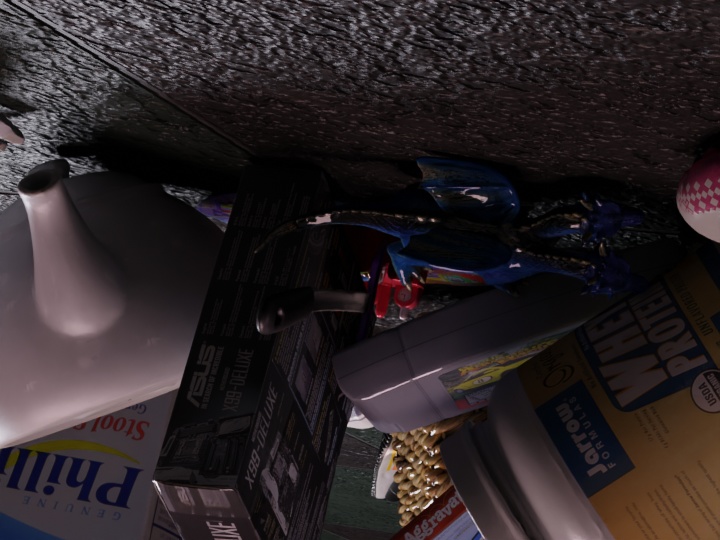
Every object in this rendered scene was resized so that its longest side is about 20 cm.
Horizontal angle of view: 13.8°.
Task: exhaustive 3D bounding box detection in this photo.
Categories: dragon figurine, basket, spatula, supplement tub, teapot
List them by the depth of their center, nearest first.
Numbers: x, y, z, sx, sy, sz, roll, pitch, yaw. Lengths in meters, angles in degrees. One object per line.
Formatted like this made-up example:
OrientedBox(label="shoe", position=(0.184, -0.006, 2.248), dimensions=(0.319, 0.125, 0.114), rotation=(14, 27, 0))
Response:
OrientedBox(label="dragon figurine", position=(0.050, -0.023, 1.538), dimensions=(0.199, 0.059, 0.099), rotation=(11, 169, -4))
OrientedBox(label="supplement tub", position=(0.157, 0.087, 1.547), dimensions=(0.200, 0.145, 0.145), rotation=(-34, 160, 6))
OrientedBox(label="spatula", position=(-0.018, 0.018, 1.592), dimensions=(0.021, 0.057, 0.200), rotation=(15, -171, 20))
OrientedBox(label="teapot", position=(-0.156, 0.008, 1.711), dimensions=(0.200, 0.146, 0.197), rotation=(-24, 175, 43))
OrientedBox(label="basket", position=(0.097, 0.102, 1.837), dimensions=(0.142, 0.149, 0.200), rotation=(-4, 173, -7))

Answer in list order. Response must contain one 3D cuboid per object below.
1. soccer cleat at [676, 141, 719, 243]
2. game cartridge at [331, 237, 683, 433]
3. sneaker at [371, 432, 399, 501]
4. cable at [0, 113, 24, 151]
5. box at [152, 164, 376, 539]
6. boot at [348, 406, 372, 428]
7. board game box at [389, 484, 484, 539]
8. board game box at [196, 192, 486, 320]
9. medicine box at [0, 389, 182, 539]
OrientedBox(label="soccer cleat", position=(0.203, -0.016, 1.346), dimensions=(0.070, 0.087, 0.200), rotation=(16, 168, -27))
OrientedBox(label="game cartridge", position=(0.088, 0.038, 1.650), dimensions=(0.200, 0.041, 0.133), rotation=(-19, 161, 5))
OrientedBox(label="sneaker", position=(0.060, 0.155, 2.422), dimensions=(0.090, 0.070, 0.200), rotation=(14, 168, 4))
OrientedBox(label="cable", position=(-0.309, -0.075, 1.602), dimensions=(0.200, 0.069, 0.200), rotation=(4, 167, 33))
OrientedBox(label="box", position=(-0.049, 0.068, 1.632), dimensions=(0.050, 0.200, 0.158), rotation=(6, 151, 16))
OrientedBox(label="boot", position=(-0.062, 0.078, 2.186), dimensions=(0.090, 0.073, 0.200), rotation=(27, 155, -31))
OrientedBox(label="board game box", position=(0.108, 0.106, 1.673), dimensions=(0.019, 0.200, 0.103), rotation=(54, -169, 26))
OrientedBox(label="board game box", position=(0.000, 0.000, 1.756), dimensions=(0.158, 0.039, 0.200), rotation=(1, 166, 43))
OrientedBox(label="medicine box", position=(-0.207, 0.105, 2.083), dimensions=(0.182, 0.201, 0.103), rotation=(8, 169, 12))
